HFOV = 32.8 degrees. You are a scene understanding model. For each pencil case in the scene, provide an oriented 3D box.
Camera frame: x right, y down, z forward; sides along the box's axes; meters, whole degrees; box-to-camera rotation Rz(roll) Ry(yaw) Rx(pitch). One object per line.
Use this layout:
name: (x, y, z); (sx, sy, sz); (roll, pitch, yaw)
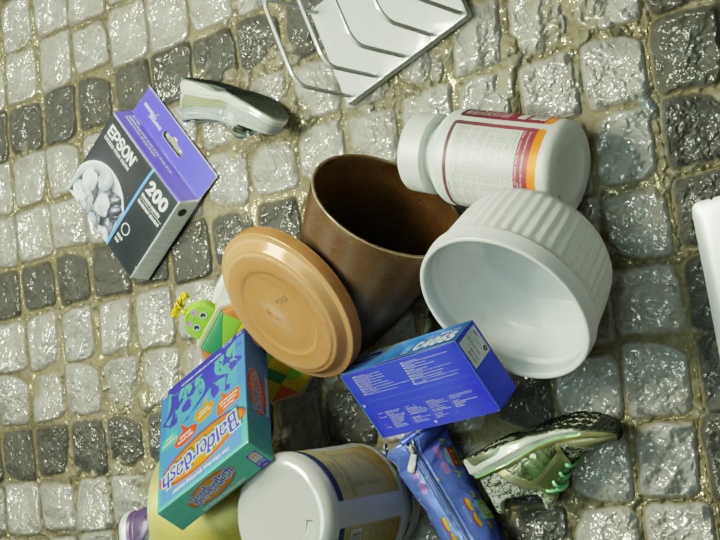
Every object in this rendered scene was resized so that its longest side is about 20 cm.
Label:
pencil case: (0.104, 0.269, 1.400); (0.078, 0.087, 0.202); (-34, 70, 13)

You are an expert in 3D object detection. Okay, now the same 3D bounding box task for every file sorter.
file sorter: (0.003, -0.318, 1.465); (0.199, 0.124, 0.140); (-32, 71, 31)

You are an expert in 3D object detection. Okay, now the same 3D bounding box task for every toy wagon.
toy wagon: (-0.146, 0.089, 1.539); (0.156, 0.198, 0.040); (-59, 19, 18)

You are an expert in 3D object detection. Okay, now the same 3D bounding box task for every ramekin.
ramekin: (0.172, 0.008, 1.297); (0.198, 0.105, 0.202); (24, 143, 19)

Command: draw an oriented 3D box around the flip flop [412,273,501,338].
flip flop: (0.100, 0.070, 1.424); (0.081, 0.057, 0.201); (41, 112, 29)

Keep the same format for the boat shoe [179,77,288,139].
boat shoe: (-0.172, -0.208, 1.626); (0.200, 0.074, 0.066); (23, 108, 38)

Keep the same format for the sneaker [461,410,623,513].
sneaker: (0.210, 0.215, 1.343); (0.199, 0.077, 0.090); (-25, 87, 38)

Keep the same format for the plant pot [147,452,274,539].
plant pot: (-0.145, 0.297, 1.516); (0.141, 0.199, 0.203); (-18, 78, 31)

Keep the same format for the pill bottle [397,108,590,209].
pill bottle: (0.146, -0.122, 1.363); (0.198, 0.109, 0.111); (11, 96, 36)

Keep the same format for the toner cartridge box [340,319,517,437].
toner cartridge box: (0.073, 0.125, 1.371); (0.199, 0.043, 0.096); (-21, 107, 48)

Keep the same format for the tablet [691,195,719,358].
tablet: (0.410, 0.016, 1.226); (0.129, 0.014, 0.203); (-14, 80, 36)

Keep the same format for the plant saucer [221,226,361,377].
plant saucer: (-0.086, 0.042, 1.414); (0.199, 0.032, 0.202); (26, 139, 26)

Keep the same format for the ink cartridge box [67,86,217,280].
ink cartridge box: (-0.315, -0.127, 1.745); (0.199, 0.043, 0.201); (50, 115, 27)

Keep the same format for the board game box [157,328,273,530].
board game box: (-0.173, 0.184, 1.446); (0.152, 0.045, 0.201); (-39, 32, 19)

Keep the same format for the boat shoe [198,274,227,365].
boat shoe: (-0.157, 0.070, 1.599); (0.064, 0.074, 0.204); (27, 108, 27)

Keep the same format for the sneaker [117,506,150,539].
sneaker: (-0.278, 0.427, 1.687); (0.087, 0.075, 0.203); (-17, 79, 28)

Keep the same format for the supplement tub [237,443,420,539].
supplement tub: (-0.032, 0.279, 1.427); (0.143, 0.199, 0.147); (-2, 86, 36)

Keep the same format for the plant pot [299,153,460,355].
plant pot: (0.000, 0.000, 1.444); (0.187, 0.185, 0.202); (44, 130, 28)
